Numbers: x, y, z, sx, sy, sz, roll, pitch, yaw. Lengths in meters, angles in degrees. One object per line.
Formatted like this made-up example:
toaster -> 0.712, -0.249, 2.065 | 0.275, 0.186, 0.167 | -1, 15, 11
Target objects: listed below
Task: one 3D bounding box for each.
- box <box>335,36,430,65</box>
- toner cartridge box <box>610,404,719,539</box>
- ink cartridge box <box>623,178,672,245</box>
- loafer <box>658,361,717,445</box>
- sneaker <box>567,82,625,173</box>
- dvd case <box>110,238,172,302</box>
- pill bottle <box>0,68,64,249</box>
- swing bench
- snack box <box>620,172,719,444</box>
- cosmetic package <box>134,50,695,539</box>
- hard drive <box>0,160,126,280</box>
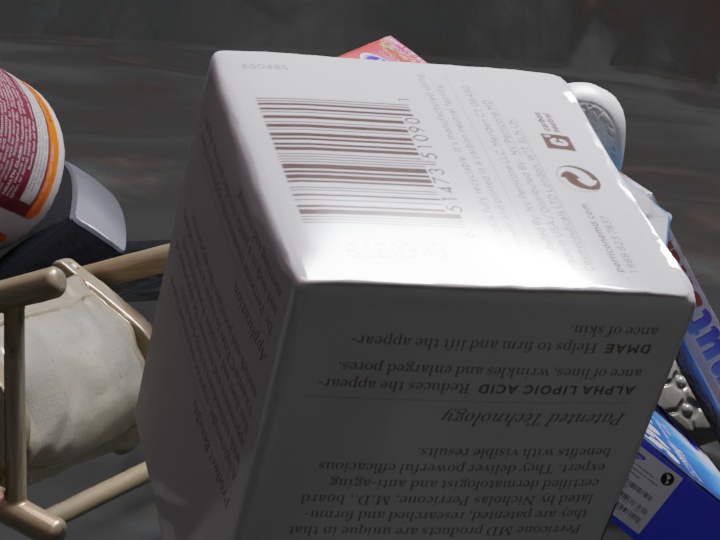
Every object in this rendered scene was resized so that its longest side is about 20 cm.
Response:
box -> 0.005, -0.058, 1.185 | 0.095, 0.100, 0.200 | 38, 17, 3
toner cartridge box -> 0.141, 0.096, 1.100 | 0.095, 0.043, 0.200 | 40, 7, -10
ink cartridge box -> 0.068, 0.042, 1.110 | 0.068, 0.200, 0.115 | 35, 40, -17
loafer -> 0.132, 0.083, 1.243 | 0.199, 0.070, 0.070 | 1, -17, -13
sneaker -> 0.089, -0.047, 1.176 | 0.075, 0.200, 0.105 | 22, 42, -8
dvd case -> -0.129, 0.000, 1.456 | 0.199, 0.018, 0.142 | -3, -12, -41
pill bottle -> -0.263, -0.084, 1.218 | 0.114, 0.115, 0.200 | 11, -8, 22
swing bench -> -0.189, 0.042, 1.085 | 0.199, 0.131, 0.199 | 5, 10, 23
snack box -> 0.185, 0.041, 1.171 | 0.024, 0.201, 0.072 | -30, 14, -1
cosmetic package -> 0.012, 0.039, 0.893 | 0.164, 0.201, 0.165 | 2, 37, -19
hard drive -> -0.215, -0.011, 1.355 | 0.135, 0.042, 0.200 | -36, 17, -1
